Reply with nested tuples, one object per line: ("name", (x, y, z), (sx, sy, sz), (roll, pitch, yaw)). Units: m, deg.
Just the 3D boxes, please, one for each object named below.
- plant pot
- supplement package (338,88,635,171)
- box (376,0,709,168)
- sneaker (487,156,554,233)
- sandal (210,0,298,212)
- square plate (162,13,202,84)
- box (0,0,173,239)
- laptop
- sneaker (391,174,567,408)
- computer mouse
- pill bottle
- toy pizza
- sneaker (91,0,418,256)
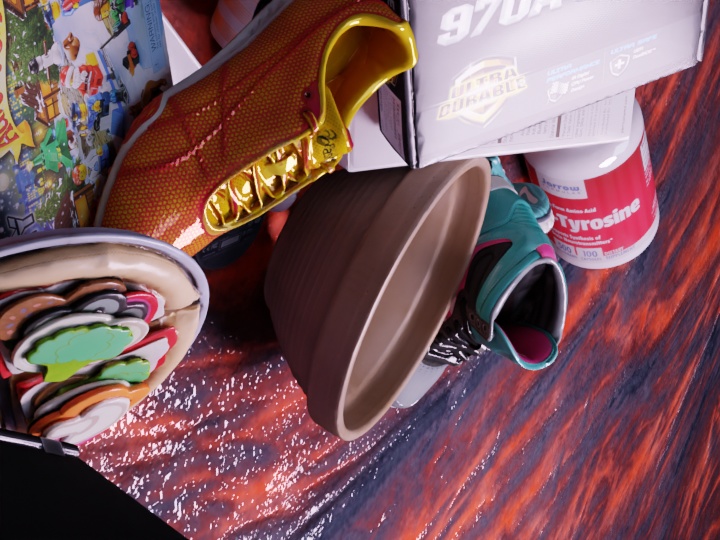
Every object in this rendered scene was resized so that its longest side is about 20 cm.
("plant pot", (0.000, 0.000, 0.887), (0.202, 0.092, 0.202), (-56, 164, -26))
("supplement package", (0.059, -0.143, 0.842), (0.197, 0.121, 0.121), (-8, 114, -23))
("box", (0.100, -0.159, 0.735), (0.198, 0.046, 0.160), (-21, 133, -18))
("sneaker", (0.104, -0.063, 1.111), (0.199, 0.077, 0.081), (-7, 98, -61))
("sandal", (-0.056, -0.122, 0.784), (0.058, 0.079, 0.209), (-5, 126, -24))
("square plate", (-0.154, -0.058, 0.669), (0.200, 0.028, 0.200), (-67, 151, -19))
("box", (-0.140, -0.076, 0.616), (0.137, 0.037, 0.202), (-45, 138, -47))
("laptop", (-0.166, 0.116, 0.508), (0.187, 0.199, 0.117), (30, 33, -61))
("sneaker", (0.086, 0.045, 1.006), (0.083, 0.121, 0.202), (7, 120, -39))
("computer mouse", (-0.068, -0.077, 0.755), (0.058, 0.034, 0.201), (-22, 147, -38))
("pill bottle", (0.207, -0.102, 1.242), (0.113, 0.111, 0.201), (-62, 148, -27))
("toy pizza", (-0.153, 0.052, 0.578), (0.198, 0.032, 0.201), (-24, 156, -11))
("sneaker", (-0.051, -0.063, 0.648), (0.201, 0.077, 0.073), (-50, 147, -13))
